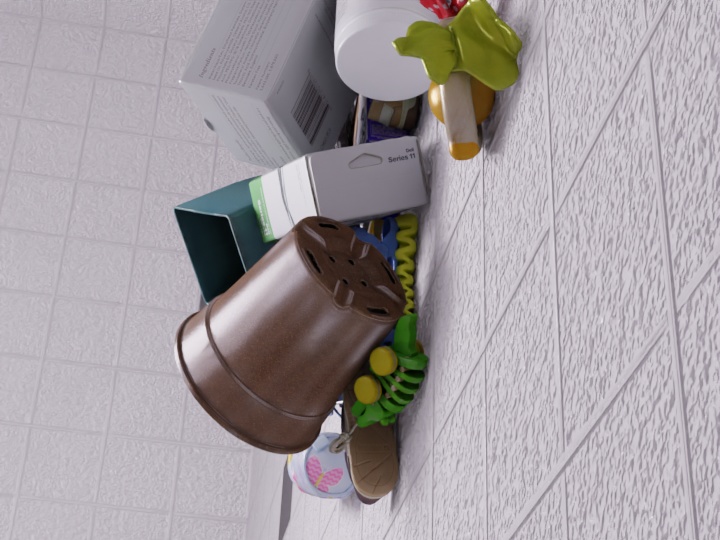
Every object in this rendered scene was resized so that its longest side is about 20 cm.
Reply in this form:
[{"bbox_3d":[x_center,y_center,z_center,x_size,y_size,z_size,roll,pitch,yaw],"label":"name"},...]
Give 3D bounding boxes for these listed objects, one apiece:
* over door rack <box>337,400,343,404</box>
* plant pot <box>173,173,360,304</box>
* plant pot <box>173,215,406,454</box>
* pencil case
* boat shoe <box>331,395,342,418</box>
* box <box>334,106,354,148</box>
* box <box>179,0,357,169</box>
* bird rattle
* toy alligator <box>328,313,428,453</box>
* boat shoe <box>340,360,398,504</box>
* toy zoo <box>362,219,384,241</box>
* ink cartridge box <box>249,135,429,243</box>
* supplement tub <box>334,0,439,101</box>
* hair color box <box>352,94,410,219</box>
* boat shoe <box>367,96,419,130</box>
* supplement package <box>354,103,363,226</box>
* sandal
[{"bbox_3d":[-0.066,0.106,1.748,0.067,0.199,0.149,35,-127,-51],"label":"over door rack"},{"bbox_3d":[-0.107,-0.052,1.791,0.141,0.199,0.142,11,125,53],"label":"plant pot"},{"bbox_3d":[-0.066,0.061,1.499,0.198,0.200,0.201,-47,26,28],"label":"plant pot"},{"bbox_3d":[-0.050,0.260,1.864,0.200,0.083,0.091,150,105,-79],"label":"pencil case"},{"bbox_3d":[-0.024,0.156,1.833,0.200,0.068,0.085,-115,33,-77],"label":"boat shoe"},{"bbox_3d":[-0.025,-0.183,1.922,0.143,0.036,0.201,8,-108,-82],"label":"box"},{"bbox_3d":[-0.099,-0.252,1.717,0.201,0.130,0.199,-67,-25,-17],"label":"box"},{"bbox_3d":[0.085,-0.188,1.286,0.200,0.112,0.164,-97,0,-72],"label":"bird rattle"},{"bbox_3d":[0.027,0.136,1.476,0.054,0.059,0.201,42,121,27],"label":"toy alligator"},{"bbox_3d":[0.008,0.171,1.584,0.065,0.071,0.201,119,152,-57],"label":"boat shoe"},{"bbox_3d":[0.012,-0.019,1.914,0.132,0.020,0.201,-92,12,-52],"label":"toy zoo"},{"bbox_3d":[-0.027,-0.093,1.623,0.200,0.146,0.084,167,91,-68],"label":"ink cartridge box"},{"bbox_3d":[0.036,-0.314,1.624,0.132,0.131,0.201,108,168,-53],"label":"supplement tub"},{"bbox_3d":[0.026,-0.173,1.814,0.201,0.064,0.110,-89,9,-48],"label":"hair color box"},{"bbox_3d":[0.038,-0.271,1.760,0.072,0.076,0.201,105,170,-54],"label":"boat shoe"},{"bbox_3d":[-0.036,-0.187,2.108,0.156,0.110,0.201,-114,33,-75],"label":"supplement package"},{"bbox_3d":[0.018,0.023,1.594,0.080,0.087,0.201,113,161,-57],"label":"sandal"}]
